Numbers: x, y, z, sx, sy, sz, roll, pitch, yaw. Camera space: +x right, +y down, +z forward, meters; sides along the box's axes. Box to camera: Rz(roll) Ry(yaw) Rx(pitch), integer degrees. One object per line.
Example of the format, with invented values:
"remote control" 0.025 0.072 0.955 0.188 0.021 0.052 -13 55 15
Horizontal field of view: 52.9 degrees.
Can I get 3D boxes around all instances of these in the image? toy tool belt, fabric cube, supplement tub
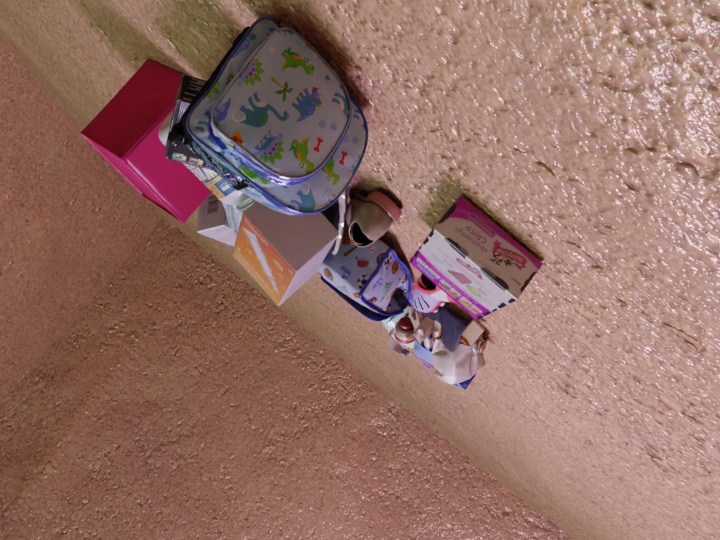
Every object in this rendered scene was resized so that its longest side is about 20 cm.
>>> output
"toy tool belt" 0.144 0.108 1.342 0.198 0.124 0.125 28 133 35
"fabric cube" -0.379 -0.252 1.408 0.198 0.200 0.197 29 163 41
"supplement tub" -0.222 -0.205 1.212 0.200 0.145 0.144 45 167 -25

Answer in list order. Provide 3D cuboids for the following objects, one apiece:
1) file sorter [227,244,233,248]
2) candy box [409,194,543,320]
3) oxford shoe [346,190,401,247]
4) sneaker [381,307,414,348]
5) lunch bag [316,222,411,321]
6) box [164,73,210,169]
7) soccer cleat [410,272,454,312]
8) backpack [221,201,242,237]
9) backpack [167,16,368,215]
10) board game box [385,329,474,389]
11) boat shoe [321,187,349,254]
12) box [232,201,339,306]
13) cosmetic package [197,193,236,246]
"file sorter" -0.279 -0.103 1.823 0.199 0.123 0.139 34 167 28
"candy box" 0.147 -0.010 0.971 0.136 0.061 0.200 40 169 3
"oxford shoe" 0.001 -0.077 1.151 0.070 0.075 0.200 40 170 -7
"sneaker" 0.073 0.093 1.530 0.200 0.074 0.118 41 175 9
"lunch bag" 0.000 0.000 1.336 0.169 0.125 0.200 36 178 26
"box" -0.176 -0.194 1.050 0.196 0.049 0.193 13 163 -18
"soccer cleat" 0.115 0.024 1.165 0.075 0.068 0.200 23 167 -14
"backpack" -0.191 -0.122 1.403 0.125 0.168 0.202 23 151 20
"backpack" -0.090 -0.167 0.851 0.199 0.185 0.146 39 170 -22
"board game box" 0.162 0.191 1.692 0.200 0.045 0.134 43 168 -11
"boat shoe" -0.053 -0.098 1.170 0.066 0.073 0.201 7 149 1
"box" -0.127 -0.042 1.175 0.125 0.097 0.200 47 157 4
"cosmetic package" -0.246 -0.109 1.540 0.083 0.110 0.199 -9 160 31
